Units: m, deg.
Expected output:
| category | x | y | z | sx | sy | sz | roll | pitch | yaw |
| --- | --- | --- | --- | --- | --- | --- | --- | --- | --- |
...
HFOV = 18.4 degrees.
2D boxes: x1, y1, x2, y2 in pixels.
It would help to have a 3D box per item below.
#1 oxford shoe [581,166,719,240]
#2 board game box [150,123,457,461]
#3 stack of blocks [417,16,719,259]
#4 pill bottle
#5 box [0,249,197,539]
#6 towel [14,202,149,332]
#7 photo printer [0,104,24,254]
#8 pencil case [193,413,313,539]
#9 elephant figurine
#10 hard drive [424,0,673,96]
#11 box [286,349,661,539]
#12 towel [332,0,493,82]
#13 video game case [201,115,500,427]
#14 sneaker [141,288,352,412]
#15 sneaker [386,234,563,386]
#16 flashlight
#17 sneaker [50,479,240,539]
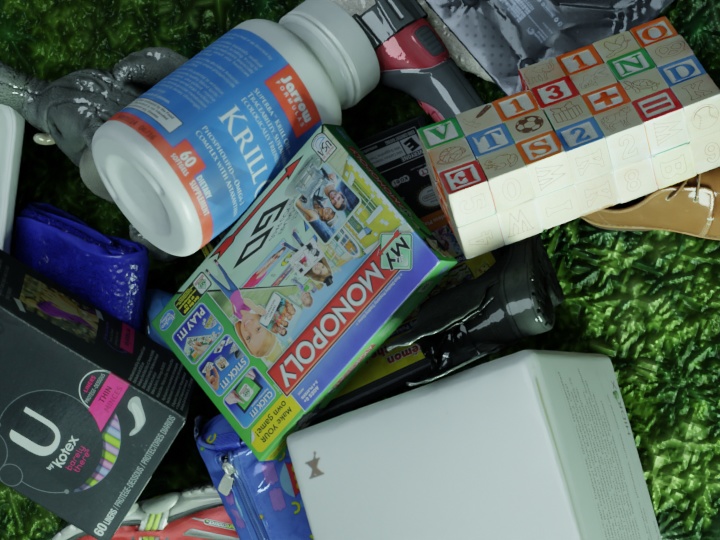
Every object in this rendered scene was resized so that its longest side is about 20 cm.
| category | x | y | z | sx | sy | sz | roll | pitch | yaw |
| --- | --- | --- | --- | --- | --- | --- | --- | --- | --- |
| oxford shoe | 0.236 | -0.058 | 1.569 | 0.199 | 0.071 | 0.072 | -5 | 82 | 23 |
| board game box | -0.042 | 0.016 | 1.554 | 0.200 | 0.029 | 0.135 | -48 | 68 | 19 |
| stack of blocks | 0.145 | -0.094 | 1.550 | 0.199 | 0.059 | 0.115 | -20 | 36 | -2 |
| pill bottle | -0.084 | -0.110 | 1.590 | 0.200 | 0.113 | 0.112 | -40 | 66 | -23 |
| box | -0.235 | 0.088 | 1.645 | 0.199 | 0.106 | 0.123 | 31 | 106 | -6 |
| towel | -0.230 | 0.059 | 1.744 | 0.147 | 0.049 | 0.202 | 21 | 113 | 43 |
| photo printer | -0.309 | -0.055 | 1.774 | 0.069 | 0.166 | 0.202 | 6 | 89 | -9 |
| pencil case | -0.056 | 0.191 | 1.638 | 0.078 | 0.087 | 0.201 | -8 | 109 | 34 |
| elephant figurine | -0.175 | -0.102 | 1.678 | 0.155 | 0.200 | 0.142 | -36 | 45 | 14 |
| hard drive | 0.156 | -0.221 | 1.607 | 0.200 | 0.042 | 0.135 | -42 | 89 | 8 |
| box | 0.089 | 0.177 | 1.562 | 0.198 | 0.171 | 0.201 | -20 | 78 | 22 |
| towel | 0.062 | -0.227 | 1.682 | 0.199 | 0.034 | 0.133 | 23 | 95 | 25 |
| video game case | 0.000 | 0.000 | 1.636 | 0.199 | 0.026 | 0.181 | -23 | 73 | -18 |
| sneaker | -0.087 | 0.067 | 1.710 | 0.200 | 0.066 | 0.079 | 41 | 107 | 18 |
| sneaker | 0.082 | 0.027 | 1.558 | 0.104 | 0.200 | 0.060 | -23 | 98 | 12 |
| flashlight | 0.063 | -0.112 | 1.640 | 0.068 | 0.068 | 0.201 | -35 | 88 | 2 |
| sneaker | -0.158 | 0.218 | 1.730 | 0.199 | 0.077 | 0.086 | -16 | 84 | 23 |
